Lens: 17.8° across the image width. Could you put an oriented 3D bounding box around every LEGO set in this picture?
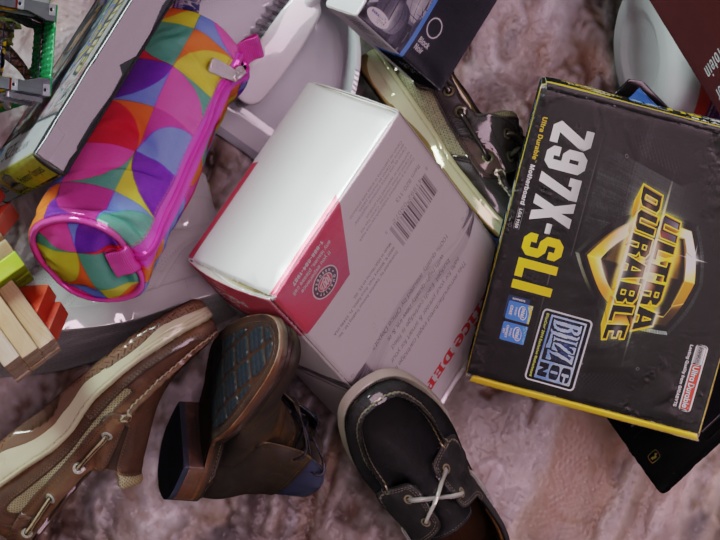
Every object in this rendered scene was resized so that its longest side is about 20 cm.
[{"bbox_3d":[-0.264,-0.179,1.422,0.115,0.153,0.202,8,90,-34],"label":"LEGO set"}]

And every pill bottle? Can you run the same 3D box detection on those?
[{"bbox_3d":[0.286,-0.158,1.613,0.198,0.112,0.113,-6,87,-18],"label":"pill bottle"}]

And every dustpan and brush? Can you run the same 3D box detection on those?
[{"bbox_3d":[-0.039,-0.170,1.507,0.139,0.057,0.201,34,95,-12],"label":"dustpan and brush"}]

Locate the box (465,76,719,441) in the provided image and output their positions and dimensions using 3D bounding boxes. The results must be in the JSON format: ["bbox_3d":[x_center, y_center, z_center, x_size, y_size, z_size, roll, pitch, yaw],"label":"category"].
[{"bbox_3d":[0.167,-0.009,1.475,0.158,0.049,0.202,15,102,2],"label":"box"}]

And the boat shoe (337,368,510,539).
[{"bbox_3d":[0.047,0.137,1.481,0.072,0.068,0.201,-36,133,-8],"label":"boat shoe"}]

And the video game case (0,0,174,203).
[{"bbox_3d":[-0.162,-0.138,1.434,0.025,0.181,0.201,33,76,-14],"label":"video game case"}]

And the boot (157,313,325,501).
[{"bbox_3d":[-0.053,0.089,1.450,0.096,0.200,0.075,9,58,-22],"label":"boot"}]

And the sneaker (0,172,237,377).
[{"bbox_3d":[-0.183,-0.005,1.483,0.198,0.074,0.116,-13,69,-8],"label":"sneaker"}]

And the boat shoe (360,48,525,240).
[{"bbox_3d":[0.079,-0.084,1.538,0.065,0.073,0.200,-42,83,7],"label":"boat shoe"}]

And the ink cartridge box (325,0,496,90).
[{"bbox_3d":[0.066,-0.227,1.491,0.099,0.039,0.201,35,82,-43],"label":"ink cartridge box"}]

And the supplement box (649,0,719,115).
[{"bbox_3d":[0.277,-0.229,1.467,0.132,0.198,0.201,-21,71,-24],"label":"supplement box"}]

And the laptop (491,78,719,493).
[{"bbox_3d":[0.194,0.009,1.536,0.177,0.200,0.103,-44,138,13],"label":"laptop"}]

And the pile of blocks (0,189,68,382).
[{"bbox_3d":[-0.237,-0.020,1.414,0.062,0.082,0.200,-36,57,-8],"label":"pile of blocks"}]

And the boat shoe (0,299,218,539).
[{"bbox_3d":[-0.157,0.101,1.443,0.202,0.075,0.075,-38,90,17],"label":"boat shoe"}]

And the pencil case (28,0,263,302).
[{"bbox_3d":[-0.133,-0.076,1.426,0.088,0.088,0.201,32,55,-12],"label":"pencil case"}]

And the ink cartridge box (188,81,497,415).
[{"bbox_3d":[0.000,0.000,1.473,0.147,0.082,0.200,-56,140,-14],"label":"ink cartridge box"}]
